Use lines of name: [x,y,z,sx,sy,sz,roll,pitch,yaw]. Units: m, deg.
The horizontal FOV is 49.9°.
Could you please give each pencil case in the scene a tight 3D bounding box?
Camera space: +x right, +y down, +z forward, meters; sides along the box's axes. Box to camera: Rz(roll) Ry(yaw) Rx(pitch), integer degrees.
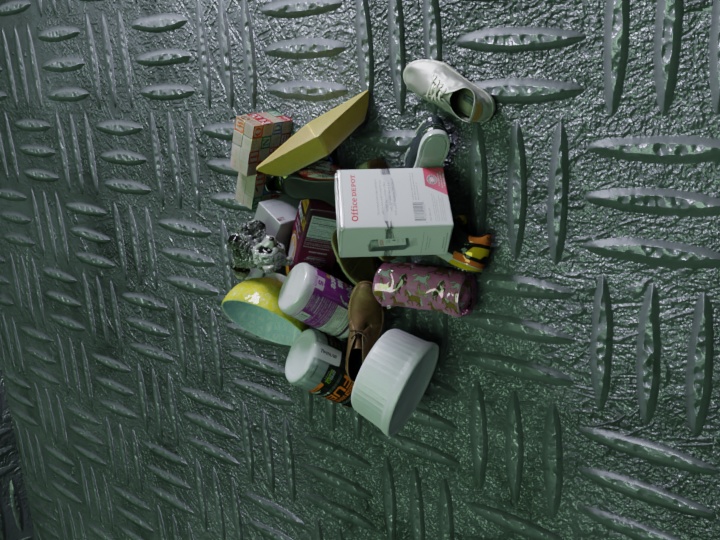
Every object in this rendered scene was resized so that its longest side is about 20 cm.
pencil case: [0.123,0.036,1.480,0.198,0.083,0.087,6,126,32]

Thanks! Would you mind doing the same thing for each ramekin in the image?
ramekin: [0.065,0.213,1.516,0.097,0.200,0.202,26,122,19]

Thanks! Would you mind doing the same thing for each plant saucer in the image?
plant saucer: [-0.084,-0.258,1.522,0.199,0.200,0.049,-17,114,44]

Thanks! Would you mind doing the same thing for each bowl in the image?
bowl: [-0.191,0.071,1.688,0.198,0.109,0.201,18,155,9]

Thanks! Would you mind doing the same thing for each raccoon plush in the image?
raccoon plush: [-0.206,-0.017,1.646,0.134,0.096,0.201,45,159,20]

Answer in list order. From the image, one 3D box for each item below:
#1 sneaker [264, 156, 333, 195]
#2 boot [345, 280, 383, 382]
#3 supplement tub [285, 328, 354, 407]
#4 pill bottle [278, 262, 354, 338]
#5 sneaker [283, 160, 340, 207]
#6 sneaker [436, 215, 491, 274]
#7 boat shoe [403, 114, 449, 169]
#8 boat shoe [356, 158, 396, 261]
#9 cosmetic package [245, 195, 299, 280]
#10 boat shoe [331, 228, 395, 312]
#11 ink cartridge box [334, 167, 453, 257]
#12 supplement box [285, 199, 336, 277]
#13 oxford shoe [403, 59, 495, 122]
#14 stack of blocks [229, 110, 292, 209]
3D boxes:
sneaker: [-0.130,-0.201,1.646,0.198,0.082,0.072,-19,91,43]
boot: [0.005,0.122,1.520,0.073,0.075,0.203,6,94,5]
supplement tub: [-0.048,0.211,1.624,0.122,0.199,0.123,-42,34,37]
pill bottle: [-0.060,0.072,1.595,0.112,0.199,0.113,-41,33,36]
sneaker: [-0.043,-0.169,1.528,0.199,0.108,0.068,14,122,23]
sneaker: [0.160,-0.069,1.447,0.199,0.070,0.091,32,104,34]
boat shoe: [0.117,-0.197,1.438,0.201,0.075,0.061,118,156,-46]
boat shoe: [0.034,-0.117,1.539,0.062,0.073,0.203,-9,87,51]
cosmetic package: [-0.193,-0.062,1.737,0.090,0.106,0.201,40,126,26]
boat shoe: [0.002,-0.001,1.574,0.201,0.073,0.063,51,164,-15]
ink cartridge box: [0.055,-0.104,1.380,0.085,0.197,0.147,96,172,-52]
supplement box: [-0.095,-0.068,1.627,0.111,0.085,0.202,-106,29,-52]
oxford shoe: [0.148,-0.319,1.369,0.199,0.057,0.076,37,129,30]
stack of blocks: [-0.224,-0.239,1.697,0.058,0.115,0.202,32,124,30]
